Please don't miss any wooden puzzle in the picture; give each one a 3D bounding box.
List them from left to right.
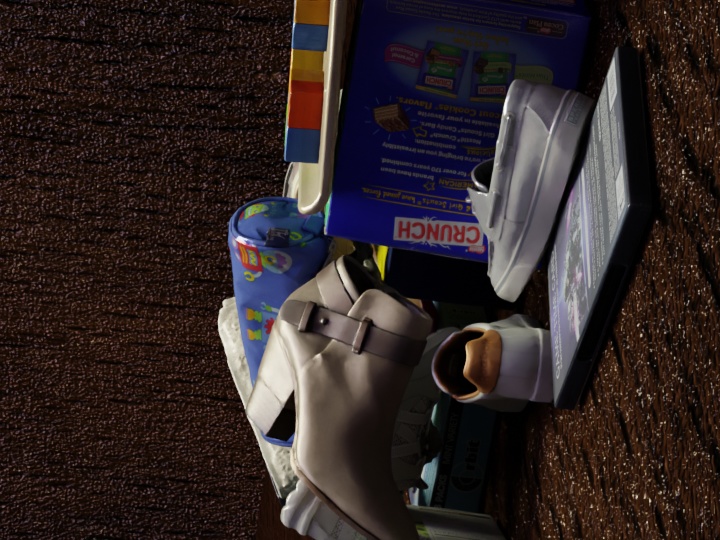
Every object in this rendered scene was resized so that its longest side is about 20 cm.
[{"bbox_3d":[-0.032,-0.164,1.608,0.185,0.046,0.201,-91,10,-67],"label":"wooden puzzle"}]

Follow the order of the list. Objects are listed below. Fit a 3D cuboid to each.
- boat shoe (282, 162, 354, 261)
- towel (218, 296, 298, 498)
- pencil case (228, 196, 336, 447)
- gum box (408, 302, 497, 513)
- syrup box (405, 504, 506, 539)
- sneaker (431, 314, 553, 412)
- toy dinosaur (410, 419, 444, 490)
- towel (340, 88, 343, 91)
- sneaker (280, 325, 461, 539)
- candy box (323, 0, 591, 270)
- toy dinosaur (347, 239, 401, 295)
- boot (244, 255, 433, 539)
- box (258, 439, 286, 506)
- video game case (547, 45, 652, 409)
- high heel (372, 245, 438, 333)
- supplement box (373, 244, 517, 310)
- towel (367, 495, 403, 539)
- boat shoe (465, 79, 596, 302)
[{"bbox_3d":[-0.032,-0.026,1.819,0.201,0.072,0.065,89,174,-45],"label":"boat shoe"},{"bbox_3d":[-0.041,0.088,1.895,0.035,0.132,0.201,71,176,-59],"label":"towel"},{"bbox_3d":[-0.050,0.040,1.701,0.078,0.086,0.201,-48,-42,-52],"label":"pencil case"},{"bbox_3d":[0.076,0.121,1.858,0.200,0.044,0.171,-102,20,-69],"label":"gum box"},{"bbox_3d":[0.070,0.238,1.615,0.200,0.081,0.079,-126,45,-79],"label":"syrup box"},{"bbox_3d":[0.091,0.064,1.615,0.200,0.084,0.073,134,141,-82],"label":"sneaker"},{"bbox_3d":[0.028,0.087,1.779,0.102,0.077,0.201,-9,67,41],"label":"toy dinosaur"},{"bbox_3d":[0.064,-0.147,1.760,0.035,0.199,0.193,57,-172,-22],"label":"towel"},{"bbox_3d":[0.026,0.133,1.678,0.200,0.082,0.075,-53,-5,-7],"label":"sneaker"},{"bbox_3d":[0.069,-0.115,1.618,0.077,0.168,0.201,-85,5,-68],"label":"candy box"},{"bbox_3d":[0.000,0.000,1.706,0.200,0.047,0.089,-159,59,-70],"label":"toy dinosaur"},{"bbox_3d":[0.005,0.091,1.595,0.146,0.200,0.070,-54,-24,12],"label":"boot"},{"bbox_3d":[-0.004,0.110,1.985,0.148,0.104,0.201,79,-152,-60],"label":"box"},{"bbox_3d":[0.154,-0.026,1.436,0.200,0.019,0.143,103,172,-48],"label":"video game case"},{"bbox_3d":[0.004,-0.015,1.872,0.096,0.067,0.201,96,151,-64],"label":"high heel"},{"bbox_3d":[0.072,-0.057,1.797,0.200,0.109,0.109,-102,20,-69],"label":"supplement box"},{"bbox_3d":[0.015,0.241,1.740,0.146,0.022,0.201,25,-138,-55],"label":"towel"},{"bbox_3d":[0.110,-0.056,1.539,0.200,0.068,0.072,101,-164,-56],"label":"boat shoe"}]
